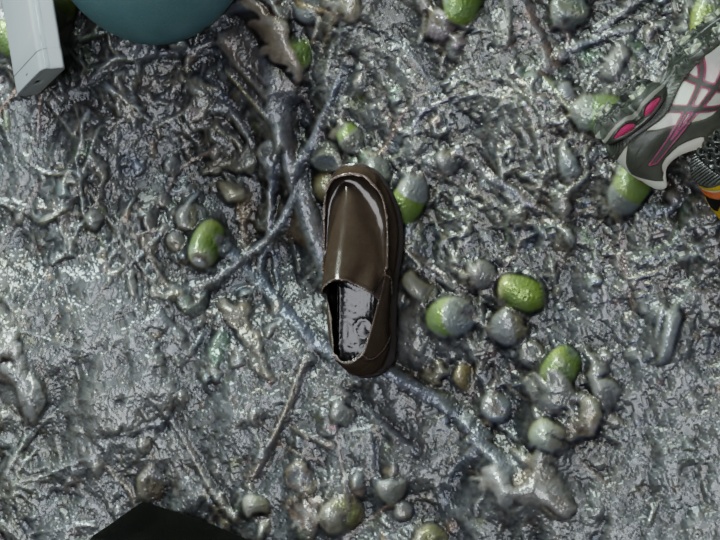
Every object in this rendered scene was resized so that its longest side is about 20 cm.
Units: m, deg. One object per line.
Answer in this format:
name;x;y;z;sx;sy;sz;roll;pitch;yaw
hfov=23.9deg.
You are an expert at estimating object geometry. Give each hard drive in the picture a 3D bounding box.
hard drive;-0.327;-0.281;1.654;0.027;0.132;0.201;-8;88;-22

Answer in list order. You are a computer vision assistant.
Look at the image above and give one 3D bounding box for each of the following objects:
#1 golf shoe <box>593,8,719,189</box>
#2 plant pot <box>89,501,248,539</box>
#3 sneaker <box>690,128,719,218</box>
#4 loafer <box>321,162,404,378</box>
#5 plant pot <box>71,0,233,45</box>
golf shoe;0.298;-0.160;1.484;0.200;0.077;0.088;-41;101;15
plant pot;-0.153;0.339;1.574;0.176;0.200;0.202;6;93;6
sneaker;0.375;-0.113;1.451;0.200;0.070;0.090;-38;123;-3
loafer;0.000;0.000;1.572;0.073;0.071;0.202;-6;89;18
plant pot;-0.218;-0.322;1.607;0.199;0.135;0.202;0;90;18
